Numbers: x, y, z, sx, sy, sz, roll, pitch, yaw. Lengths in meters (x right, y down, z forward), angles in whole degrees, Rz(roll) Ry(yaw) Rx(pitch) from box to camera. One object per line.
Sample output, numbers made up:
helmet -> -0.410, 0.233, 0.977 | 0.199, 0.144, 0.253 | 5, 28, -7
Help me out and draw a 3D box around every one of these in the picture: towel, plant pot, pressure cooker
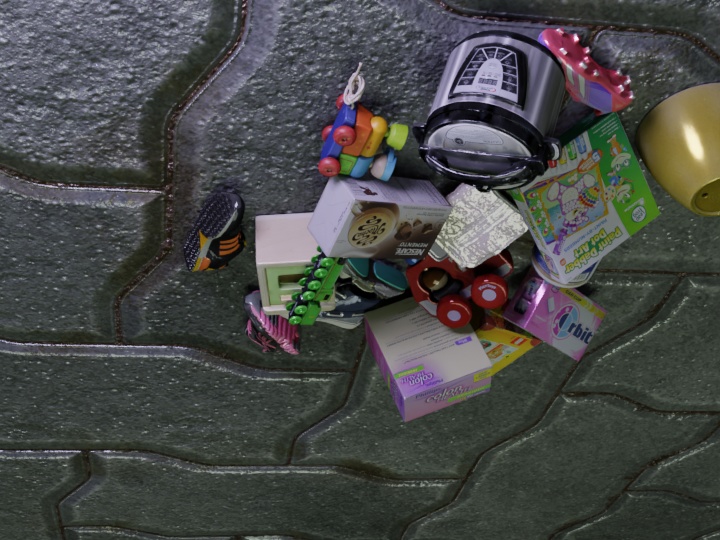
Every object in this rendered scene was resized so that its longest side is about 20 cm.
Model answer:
towel -> 0.205, -0.094, 1.652 | 0.133, 0.034, 0.200 | 41, 119, -17
plant pot -> 0.543, -0.170, 1.551 | 0.200, 0.142, 0.200 | -4, 145, -3
pressure cooker -> 0.182, -0.202, 1.369 | 0.179, 0.200, 0.176 | 30, 155, -22

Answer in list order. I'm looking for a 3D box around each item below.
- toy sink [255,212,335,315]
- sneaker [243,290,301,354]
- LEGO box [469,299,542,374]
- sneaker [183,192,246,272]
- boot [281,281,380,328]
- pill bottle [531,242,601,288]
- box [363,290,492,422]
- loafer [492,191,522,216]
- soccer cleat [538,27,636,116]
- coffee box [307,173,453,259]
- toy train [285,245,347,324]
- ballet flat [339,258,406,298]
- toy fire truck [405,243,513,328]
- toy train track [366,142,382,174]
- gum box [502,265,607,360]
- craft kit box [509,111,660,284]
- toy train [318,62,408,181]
toy sink -> -0.110, 0.004, 1.739 | 0.130, 0.112, 0.200 | -3, 145, -3
sneaker -> -0.189, 0.107, 1.921 | 0.095, 0.079, 0.200 | -6, 146, 21
LEGO box -> 0.242, 0.139, 2.011 | 0.149, 0.077, 0.200 | 18, 139, -30
sneaker -> -0.224, -0.066, 1.674 | 0.090, 0.070, 0.200 | 0, 148, -35
boot -> -0.065, 0.049, 1.859 | 0.200, 0.073, 0.090 | 10, 137, -35
pill bottle -> 0.372, -0.069, 1.695 | 0.116, 0.116, 0.200 | 2, 144, -11
box -> 0.124, 0.152, 1.873 | 0.176, 0.200, 0.097 | -19, 145, -10
loafer -> 0.275, -0.105, 1.575 | 0.200, 0.070, 0.070 | 31, 123, -11
soccer cleat -> 0.313, -0.278, 1.435 | 0.200, 0.067, 0.076 | 21, 143, -36
coffee box -> 0.032, -0.085, 1.588 | 0.200, 0.080, 0.113 | 2, 129, -37
toy train -> -0.070, 0.025, 1.653 | 0.056, 0.042, 0.200 | 3, 141, -26
ballet flat -> 0.000, 0.000, 1.787 | 0.072, 0.072, 0.200 | -28, 139, 29
toy fire truck -> 0.169, -0.003, 1.791 | 0.200, 0.112, 0.168 | -32, 113, 33
toy train track -> 0.024, -0.145, 1.612 | 0.115, 0.033, 0.200 | -5, 144, -1
gum box -> 0.368, 0.080, 1.903 | 0.200, 0.066, 0.114 | 29, 91, -39
craft kit box -> 0.342, -0.114, 1.539 | 0.200, 0.049, 0.198 | -36, 117, -10
toy train -> 0.019, -0.210, 1.459 | 0.116, 0.085, 0.200 | 15, 141, -14
